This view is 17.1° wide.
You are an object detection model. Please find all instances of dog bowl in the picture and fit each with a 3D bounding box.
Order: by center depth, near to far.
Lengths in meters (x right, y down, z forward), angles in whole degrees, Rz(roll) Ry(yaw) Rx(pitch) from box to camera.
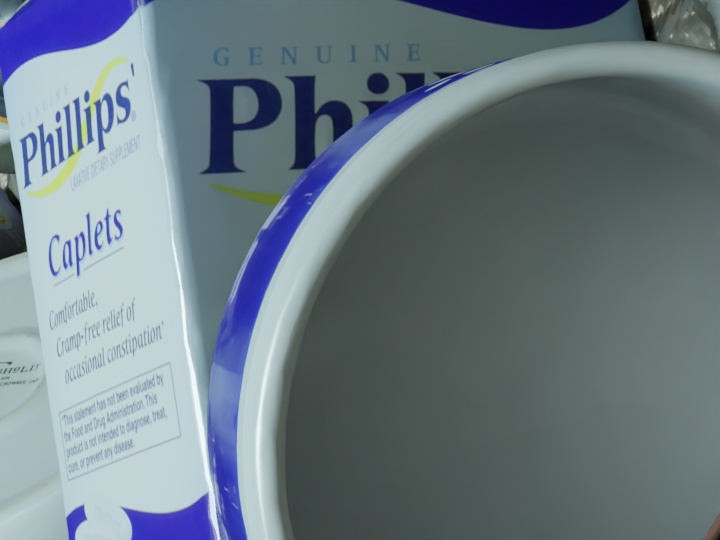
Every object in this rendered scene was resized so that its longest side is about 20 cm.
[{"bbox_3d":[0.061,0.042,0.634,0.079,0.199,0.202,-170,78,-76],"label":"dog bowl"}]

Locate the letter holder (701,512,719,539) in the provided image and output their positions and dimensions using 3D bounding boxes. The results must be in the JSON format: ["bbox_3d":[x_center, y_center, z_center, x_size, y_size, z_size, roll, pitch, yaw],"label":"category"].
[{"bbox_3d":[0.095,0.117,0.517,0.100,0.142,0.201,31,83,26],"label":"letter holder"}]

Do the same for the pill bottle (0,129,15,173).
[{"bbox_3d":[-0.136,-0.149,1.027,0.112,0.111,0.202,-19,77,57],"label":"pill bottle"}]

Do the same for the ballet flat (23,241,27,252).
[{"bbox_3d":[-0.083,-0.015,0.995,0.200,0.067,0.067,-12,76,58],"label":"ballet flat"}]

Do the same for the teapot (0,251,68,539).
[{"bbox_3d":[-0.110,0.095,0.931,0.200,0.197,0.147,36,158,54],"label":"teapot"}]

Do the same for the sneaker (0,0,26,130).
[{"bbox_3d":[-0.097,-0.089,0.922,0.080,0.199,0.079,-64,-1,36],"label":"sneaker"}]

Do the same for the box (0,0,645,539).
[{"bbox_3d":[0.000,0.000,0.753,0.105,0.183,0.202,-26,72,58],"label":"box"}]

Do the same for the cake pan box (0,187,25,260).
[{"bbox_3d":[-0.173,0.085,1.171,0.200,0.052,0.185,46,133,47],"label":"cake pan box"}]
